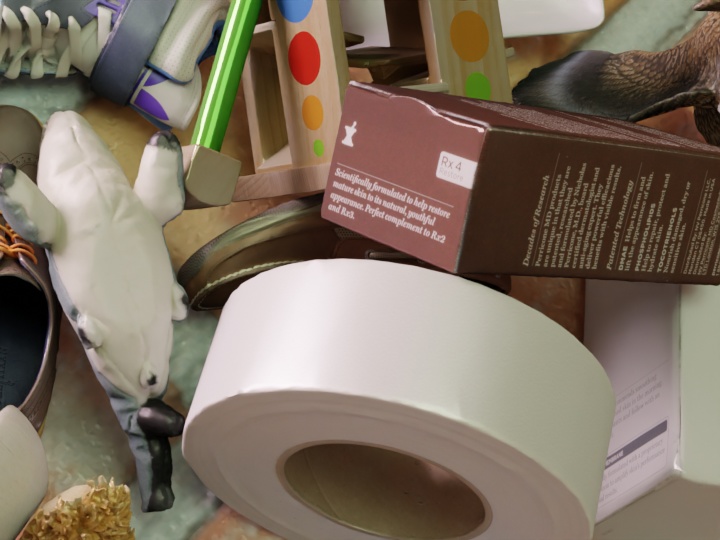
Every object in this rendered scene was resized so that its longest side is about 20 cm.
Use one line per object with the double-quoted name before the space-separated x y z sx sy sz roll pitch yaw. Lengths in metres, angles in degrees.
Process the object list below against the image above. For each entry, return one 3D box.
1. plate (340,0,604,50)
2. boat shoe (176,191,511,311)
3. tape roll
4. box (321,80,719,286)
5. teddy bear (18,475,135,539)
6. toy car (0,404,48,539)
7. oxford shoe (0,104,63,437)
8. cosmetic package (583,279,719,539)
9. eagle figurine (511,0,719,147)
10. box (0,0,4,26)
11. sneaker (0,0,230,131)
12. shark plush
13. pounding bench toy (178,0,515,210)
"plate" 0.043 -0.233 1.020 0.199 0.032 0.200 -10 88 -23
"boat shoe" 0.000 0.000 0.907 0.200 0.076 0.072 -11 72 -25
"tape roll" 0.019 0.078 0.801 0.202 0.202 0.071 22 58 -11
"box" 0.091 -0.040 0.820 0.200 0.100 0.075 5 103 -41
"teddy bear" -0.152 0.179 0.717 0.067 0.145 0.200 32 53 0
"toy car" -0.241 0.097 0.696 0.175 0.150 0.200 35 82 -2
"oxford shoe" -0.173 -0.003 0.836 0.071 0.073 0.200 4 64 -20
"cosmetic package" 0.237 0.061 0.945 0.199 0.123 0.200 15 62 -15
"eagle figurine" 0.199 -0.113 0.970 0.151 0.200 0.152 -34 83 -34
"box" -0.280 -0.090 0.808 0.200 0.048 0.122 7 91 -11
"sneaker" -0.156 -0.124 0.898 0.146 0.081 0.200 47 52 9
"shark plush" -0.112 0.014 0.823 0.091 0.083 0.200 -26 94 -20
"pounding bench toy" -0.025 -0.120 0.874 0.200 0.124 0.156 -11 95 -38
